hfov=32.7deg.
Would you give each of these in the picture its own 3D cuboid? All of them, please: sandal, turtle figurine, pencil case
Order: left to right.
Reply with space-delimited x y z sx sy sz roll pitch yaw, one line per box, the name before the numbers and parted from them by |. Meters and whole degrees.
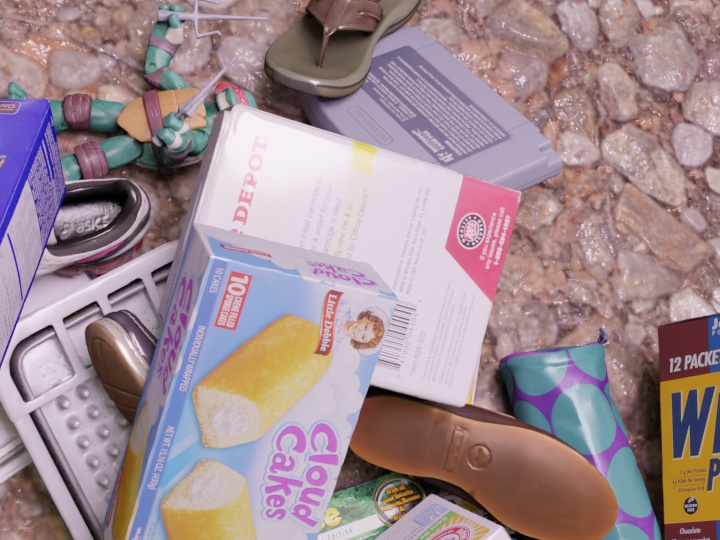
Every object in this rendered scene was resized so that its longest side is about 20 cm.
turtle figurine | -0.149 -0.115 0.894 0.199 0.101 0.150 -17 42 -7
sandal | -0.014 -0.199 0.954 0.079 0.058 0.201 19 46 15
pencil case | 0.169 0.151 0.914 0.085 0.092 0.201 -19 78 18

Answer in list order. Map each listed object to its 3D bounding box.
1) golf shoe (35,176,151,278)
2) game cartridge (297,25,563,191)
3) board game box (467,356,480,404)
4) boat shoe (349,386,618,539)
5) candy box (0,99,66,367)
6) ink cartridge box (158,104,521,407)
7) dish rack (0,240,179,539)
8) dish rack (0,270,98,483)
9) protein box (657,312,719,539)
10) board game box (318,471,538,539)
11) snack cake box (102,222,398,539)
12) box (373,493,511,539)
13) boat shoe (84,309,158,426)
golf shoe | -0.235 -0.021 0.802 0.199 0.092 0.073 -20 80 -20
game cartridge | 0.041 -0.113 0.939 0.133 0.042 0.200 -27 53 -22
board game box | 0.006 0.012 0.942 0.199 0.026 0.201 15 70 -11
boat shoe | 0.084 0.128 0.864 0.199 0.070 0.071 25 94 3
candy box | -0.272 -0.011 0.692 0.168 0.077 0.201 1 42 4
ink cartridge box | -0.016 -0.009 0.795 0.199 0.083 0.146 16 89 -15
dish rack | -0.142 0.098 0.835 0.171 0.043 0.201 -29 102 -25
dish rack | -0.263 0.052 0.843 0.200 0.044 0.172 -35 84 -24
protein box | 0.334 0.142 0.900 0.199 0.135 0.200 17 67 -37
board game box | 0.035 0.198 0.894 0.199 0.023 0.105 -15 79 -20
snack cake box | -0.067 0.085 0.713 0.114 0.067 0.201 13 104 -21
box | 0.020 0.254 0.802 0.200 0.112 0.102 -36 104 -18
boat shoe | -0.099 0.098 0.788 0.065 0.072 0.200 -44 112 -26
